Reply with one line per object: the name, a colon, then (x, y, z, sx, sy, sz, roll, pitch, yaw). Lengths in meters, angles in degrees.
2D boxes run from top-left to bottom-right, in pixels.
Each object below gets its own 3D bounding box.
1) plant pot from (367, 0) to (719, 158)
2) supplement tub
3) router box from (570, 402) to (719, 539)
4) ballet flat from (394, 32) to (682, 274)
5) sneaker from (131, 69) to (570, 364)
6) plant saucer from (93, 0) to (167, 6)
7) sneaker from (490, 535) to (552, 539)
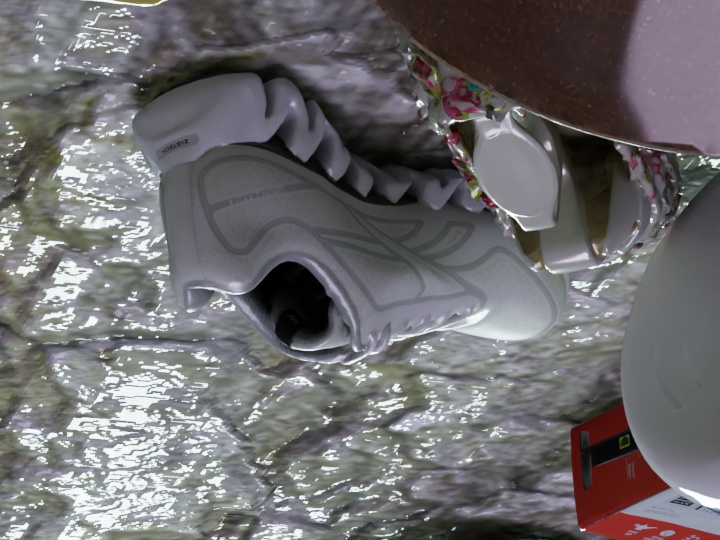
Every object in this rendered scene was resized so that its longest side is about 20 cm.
plant pot: (0.088, -0.159, 0.625, 0.187, 0.187, 0.200, 0, 140, -8)
supplement tub: (0.208, 0.050, 1.045, 0.200, 0.145, 0.145, 30, 140, -30)
router box: (0.222, 0.079, 1.252, 0.200, 0.049, 0.179, 17, 148, -35)
ballet flat: (0.059, -0.036, 0.977, 0.076, 0.064, 0.200, -14, 153, 19)
sneaker: (0.000, 0.000, 1.028, 0.075, 0.081, 0.200, -27, 147, 36)
plant saucer: (-0.123, -0.145, 0.746, 0.200, 0.048, 0.200, 3, 153, -15)
sneaker: (0.093, 0.176, 1.403, 0.200, 0.080, 0.078, 11, 151, -27)
